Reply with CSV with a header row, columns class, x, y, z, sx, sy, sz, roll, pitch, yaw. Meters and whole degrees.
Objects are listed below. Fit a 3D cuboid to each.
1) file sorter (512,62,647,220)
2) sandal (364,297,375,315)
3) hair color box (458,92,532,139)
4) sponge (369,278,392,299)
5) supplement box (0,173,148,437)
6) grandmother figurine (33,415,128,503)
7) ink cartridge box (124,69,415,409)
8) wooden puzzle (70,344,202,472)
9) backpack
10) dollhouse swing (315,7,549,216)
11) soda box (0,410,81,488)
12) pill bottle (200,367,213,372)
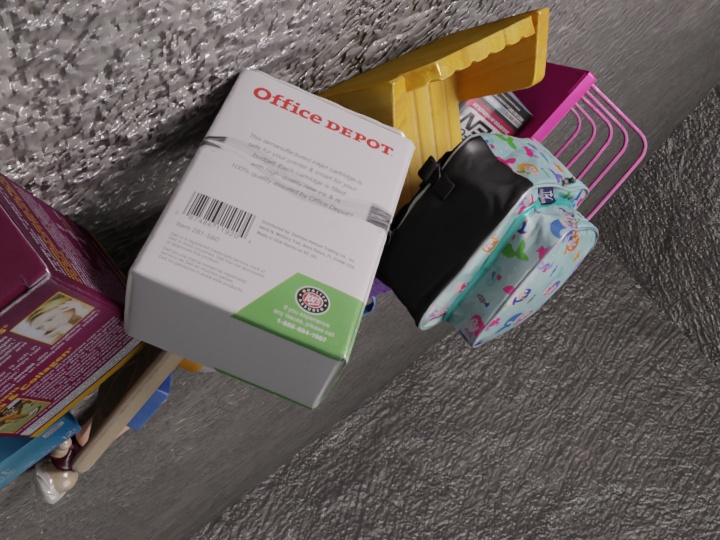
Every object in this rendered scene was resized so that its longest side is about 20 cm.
class,x,y,z,sx,sy,sz,roll,pitch,yaw
file sorter,0.231,-0.156,0.962,0.139,0.125,0.200,-48,-162,9
sandal,-0.043,0.039,1.129,0.199,0.087,0.080,-24,162,-46
hair color box,0.087,-0.139,0.894,0.200,0.061,0.099,-45,140,19
sponge,0.000,0.000,0.985,0.198,0.030,0.112,-22,-151,25
supplement box,-0.234,0.028,0.513,0.131,0.103,0.200,-39,168,-6
grandmother figurine,-0.322,0.203,0.942,0.200,0.061,0.121,-46,157,13
ink cartridge box,-0.058,-0.028,0.561,0.085,0.145,0.201,119,-7,-53
wooden puzzle,-0.172,0.058,0.692,0.185,0.046,0.201,-46,-155,25
backpack,0.127,-0.034,0.736,0.178,0.150,0.199,-53,165,27
dollhouse swing,0.073,-0.110,0.722,0.199,0.178,0.181,-31,-159,-32
soda box,-0.360,0.173,0.708,0.199,0.068,0.064,-37,166,-17
pill bottle,-0.126,0.049,0.873,0.109,0.110,0.200,-43,167,13
